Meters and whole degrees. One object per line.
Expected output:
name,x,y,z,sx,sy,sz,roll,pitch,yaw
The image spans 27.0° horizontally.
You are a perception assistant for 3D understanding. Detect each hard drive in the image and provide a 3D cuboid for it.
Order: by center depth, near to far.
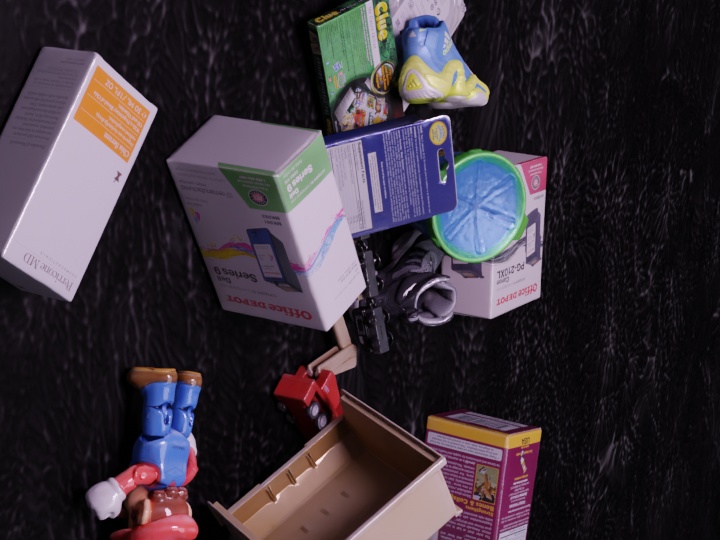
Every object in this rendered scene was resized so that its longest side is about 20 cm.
hard drive,0.054,-0.296,1.784,0.200,0.038,0.140,-58,141,-28

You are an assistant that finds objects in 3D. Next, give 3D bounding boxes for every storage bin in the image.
storage bin,-0.030,0.252,1.622,0.200,0.199,0.094,-39,131,-19

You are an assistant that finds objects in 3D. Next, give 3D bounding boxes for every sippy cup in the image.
sippy cup,0.111,-0.089,1.824,0.140,0.130,0.178,-36,119,-17

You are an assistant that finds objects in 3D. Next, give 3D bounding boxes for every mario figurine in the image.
mario figurine,-0.218,0.198,1.504,0.123,0.106,0.200,9,80,-21

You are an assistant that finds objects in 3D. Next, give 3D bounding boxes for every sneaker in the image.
sneaker,0.101,-0.246,1.767,0.200,0.076,0.105,-8,95,-70
sneaker,0.079,0.014,1.839,0.200,0.114,0.076,-39,130,-45

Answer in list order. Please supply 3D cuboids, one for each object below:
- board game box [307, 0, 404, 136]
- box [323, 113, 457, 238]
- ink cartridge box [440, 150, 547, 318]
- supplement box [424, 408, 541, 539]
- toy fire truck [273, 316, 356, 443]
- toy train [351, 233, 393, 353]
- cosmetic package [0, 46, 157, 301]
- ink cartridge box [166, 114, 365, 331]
board game box,-0.001,-0.211,1.696,0.105,0.023,0.200,-29,131,-25
box,0.010,-0.102,1.686,0.200,0.032,0.121,-15,116,-16
ink cartridge box,0.177,-0.049,1.996,0.145,0.084,0.200,-19,115,-52
supplement box,0.156,0.300,2.024,0.103,0.131,0.200,-2,101,-56
toy fire truck,-0.040,0.118,1.751,0.141,0.049,0.200,-62,144,-26
toy train,0.000,0.000,1.753,0.034,0.046,0.200,-17,101,-45
cosmetic package,-0.269,-0.086,1.326,0.101,0.071,0.200,42,65,-53
ink cartridge box,-0.093,-0.047,1.533,0.088,0.145,0.200,-50,137,-36
